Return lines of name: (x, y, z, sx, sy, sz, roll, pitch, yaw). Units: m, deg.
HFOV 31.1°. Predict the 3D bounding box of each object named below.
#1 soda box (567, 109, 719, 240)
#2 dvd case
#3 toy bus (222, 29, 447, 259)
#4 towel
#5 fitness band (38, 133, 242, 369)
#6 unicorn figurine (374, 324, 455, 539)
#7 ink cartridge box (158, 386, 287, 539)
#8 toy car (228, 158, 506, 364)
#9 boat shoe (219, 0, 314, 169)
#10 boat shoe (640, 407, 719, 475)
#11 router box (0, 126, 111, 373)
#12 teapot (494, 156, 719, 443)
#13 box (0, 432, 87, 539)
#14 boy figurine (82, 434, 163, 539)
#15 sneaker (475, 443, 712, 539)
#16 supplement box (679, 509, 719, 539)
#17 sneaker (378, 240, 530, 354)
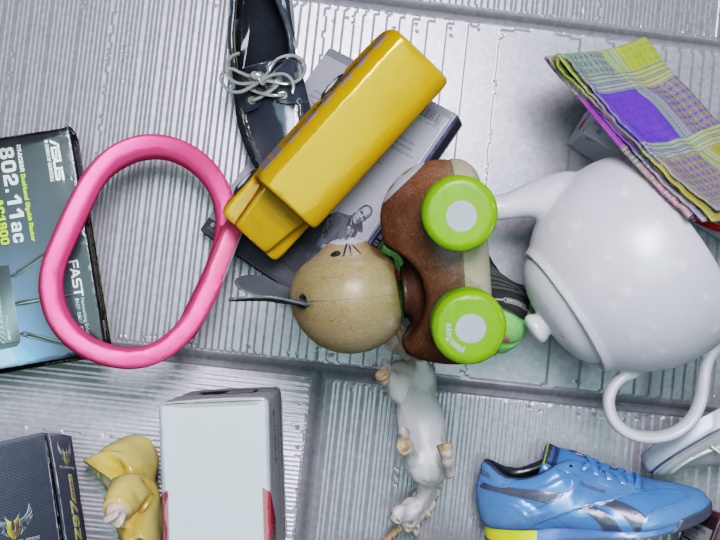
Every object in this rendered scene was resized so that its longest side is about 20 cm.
soda box: (0.288, -0.090, 1.142, 0.200, 0.068, 0.064, 32, 85, -1)
dvd case: (-0.027, -0.079, 1.108, 0.150, 0.025, 0.200, 33, 85, 30)
toy bus: (-0.023, -0.099, 1.043, 0.065, 0.078, 0.200, 42, 90, -13)
towel: (0.256, -0.118, 1.061, 0.144, 0.023, 0.200, -14, 58, -41)
fitness band: (-0.182, -0.016, 1.075, 0.144, 0.037, 0.200, 24, 78, -9)
unicorn figurine: (0.047, 0.141, 1.097, 0.074, 0.137, 0.200, 4, 72, 6)
ink cartridge box: (-0.106, 0.171, 1.039, 0.083, 0.200, 0.146, -2, 87, -1)
toy car: (0.000, 0.000, 0.990, 0.200, 0.164, 0.158, -5, 96, -1)
boat shoe: (-0.079, -0.171, 1.108, 0.075, 0.062, 0.200, -6, 78, 12)
boat shoe: (0.350, 0.154, 1.129, 0.202, 0.075, 0.086, -21, 71, -11)
router box: (-0.303, -0.012, 1.103, 0.150, 0.062, 0.200, -10, 88, -5)
teapot: (0.206, 0.016, 1.077, 0.146, 0.197, 0.200, -35, 45, 0)
box: (-0.325, 0.230, 1.062, 0.200, 0.051, 0.158, -13, 76, 9)
boy figurine: (-0.184, 0.214, 1.055, 0.064, 0.124, 0.200, -22, 52, -1)
sneaker: (0.199, 0.188, 1.110, 0.200, 0.066, 0.079, -4, 92, 8)
supplement box: (0.312, 0.317, 1.114, 0.110, 0.086, 0.200, 23, 86, -1)
sneaker: (0.061, -0.003, 1.131, 0.200, 0.077, 0.084, 35, 51, 5)
